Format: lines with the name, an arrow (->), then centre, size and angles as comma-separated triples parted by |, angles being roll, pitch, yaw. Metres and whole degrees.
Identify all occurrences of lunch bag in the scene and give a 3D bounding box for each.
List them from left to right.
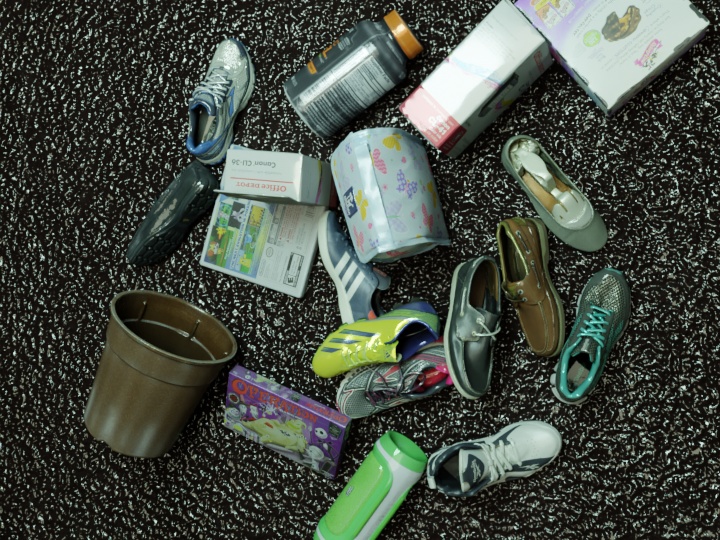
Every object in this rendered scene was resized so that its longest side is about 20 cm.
lunch bag -> 0.036, -0.102, 1.182 | 0.127, 0.200, 0.170 | -17, 87, 16

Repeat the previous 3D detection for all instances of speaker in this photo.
speaker -> 0.014, 0.339, 1.253 | 0.088, 0.088, 0.200 | 36, 100, 13

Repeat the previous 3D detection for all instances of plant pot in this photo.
plant pot -> -0.322, 0.165, 1.302 | 0.200, 0.200, 0.199 | 31, 106, 14

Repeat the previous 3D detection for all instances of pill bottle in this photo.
pill bottle -> -0.006, -0.292, 1.241 | 0.200, 0.106, 0.106 | -35, 81, 13

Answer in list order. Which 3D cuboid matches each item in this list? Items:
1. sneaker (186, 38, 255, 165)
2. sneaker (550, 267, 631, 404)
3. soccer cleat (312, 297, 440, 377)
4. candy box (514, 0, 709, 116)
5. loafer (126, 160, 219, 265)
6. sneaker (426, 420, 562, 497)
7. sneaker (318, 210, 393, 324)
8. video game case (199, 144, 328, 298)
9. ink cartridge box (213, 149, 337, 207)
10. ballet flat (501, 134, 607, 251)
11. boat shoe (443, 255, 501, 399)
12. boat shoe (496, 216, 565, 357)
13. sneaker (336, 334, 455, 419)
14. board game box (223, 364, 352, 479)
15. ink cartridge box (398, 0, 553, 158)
sneaker -> -0.222, -0.265, 1.316 | 0.077, 0.085, 0.201 | 14, 94, 16
sneaker -> 0.318, 0.095, 1.157 | 0.077, 0.091, 0.201 | 18, 96, 14
soccer cleat -> 0.021, 0.107, 1.206 | 0.200, 0.084, 0.065 | -26, 128, 9
candy box -> 0.340, -0.342, 1.157 | 0.168, 0.072, 0.200 | -40, 79, 13
loafer -> -0.306, -0.090, 1.357 | 0.201, 0.068, 0.070 | -46, 60, 14
sneaker -> 0.181, 0.268, 1.180 | 0.199, 0.130, 0.080 | -12, 88, 16
sneaker -> 0.000, 0.000, 1.262 | 0.084, 0.075, 0.201 | -17, 96, 17
video game case -> -0.146, -0.078, 1.329 | 0.182, 0.022, 0.201 | 18, 96, 15
ink cartridge box -> -0.116, -0.130, 1.203 | 0.116, 0.200, 0.068 | 5, 93, 16
ballet flat -> 0.269, -0.107, 1.181 | 0.067, 0.064, 0.200 | -40, 80, 0
boat shoe -> 0.162, 0.078, 1.183 | 0.072, 0.068, 0.201 | 12, 72, -26
boat shoe -> 0.229, 0.025, 1.183 | 0.072, 0.068, 0.201 | -25, 72, 53
sneaker -> 0.051, 0.162, 1.232 | 0.200, 0.075, 0.081 | -30, 114, 16
board game box -> -0.115, 0.232, 1.292 | 0.200, 0.032, 0.120 | 22, 123, 15
ink cartridge box -> 0.162, -0.257, 1.170 | 0.200, 0.148, 0.086 | -43, 80, 13
